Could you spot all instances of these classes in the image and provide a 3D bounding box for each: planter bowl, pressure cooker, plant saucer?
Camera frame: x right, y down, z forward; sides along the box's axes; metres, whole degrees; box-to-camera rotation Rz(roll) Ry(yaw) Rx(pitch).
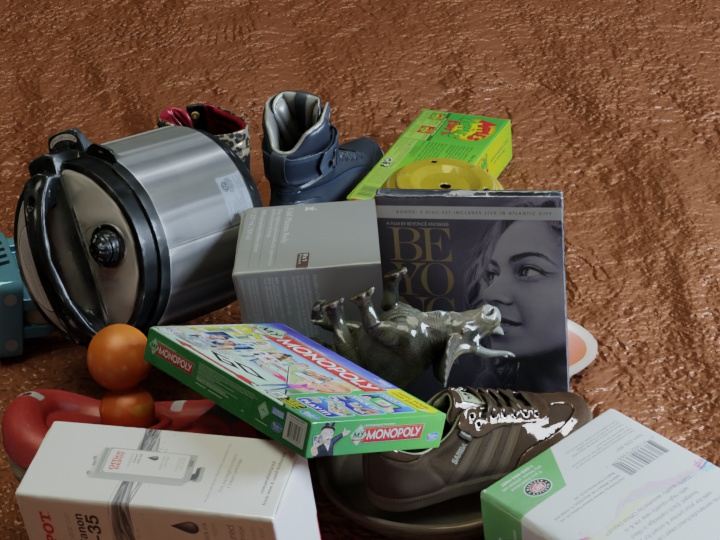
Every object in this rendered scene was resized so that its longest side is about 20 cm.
[{"bbox_3d":[0.074,-0.045,1.689,0.198,0.084,0.201,3,32,-2],"label":"planter bowl"},{"bbox_3d":[-0.203,-0.029,1.617,0.176,0.180,0.199,38,35,23],"label":"pressure cooker"},{"bbox_3d":[0.064,0.156,1.507,0.198,0.030,0.201,-5,32,3],"label":"plant saucer"}]

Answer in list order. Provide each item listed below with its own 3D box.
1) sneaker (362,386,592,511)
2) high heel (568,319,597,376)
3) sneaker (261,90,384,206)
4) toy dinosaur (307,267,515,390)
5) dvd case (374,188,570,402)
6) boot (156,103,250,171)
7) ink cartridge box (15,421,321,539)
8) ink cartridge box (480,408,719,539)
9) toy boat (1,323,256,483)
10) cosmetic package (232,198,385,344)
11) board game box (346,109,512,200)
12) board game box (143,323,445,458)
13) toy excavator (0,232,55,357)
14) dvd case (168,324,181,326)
[{"bbox_3d":[0.094,0.124,1.453,0.199,0.076,0.070,-20,33,-21],"label":"sneaker"},{"bbox_3d":[0.101,0.067,1.623,0.198,0.068,0.096,4,-6,-17],"label":"high heel"},{"bbox_3d":[-0.034,-0.126,1.880,0.076,0.147,0.202,8,32,24],"label":"sneaker"},{"bbox_3d":[0.011,0.063,1.481,0.199,0.103,0.077,-23,7,28],"label":"toy dinosaur"},{"bbox_3d":[0.091,0.027,1.493,0.147,0.201,0.016,1,30,12],"label":"dvd case"},{"bbox_3d":[-0.175,-0.088,1.831,0.199,0.152,0.073,17,38,33],"label":"boot"},{"bbox_3d":[-0.134,0.196,1.358,0.198,0.147,0.083,3,38,16],"label":"ink cartridge box"},{"bbox_3d":[0.206,0.202,1.351,0.145,0.088,0.199,-27,35,-31],"label":"ink cartridge box"},{"bbox_3d":[-0.185,0.107,1.461,0.198,0.132,0.130,-3,11,17],"label":"toy boat"},{"bbox_3d":[0.000,0.000,1.568,0.198,0.091,0.107,-8,33,7],"label":"cosmetic package"},{"bbox_3d":[0.073,-0.095,1.901,0.101,0.048,0.200,9,34,23],"label":"board game box"},{"bbox_3d":[-0.051,0.086,1.394,0.134,0.029,0.199,-1,19,-43],"label":"board game box"},{"bbox_3d":[-0.290,0.027,1.730,0.198,0.101,0.195,-8,31,-20],"label":"toy excavator"},{"bbox_3d":[-0.061,0.091,1.531,0.142,0.018,0.200,13,8,-31],"label":"dvd case"}]
